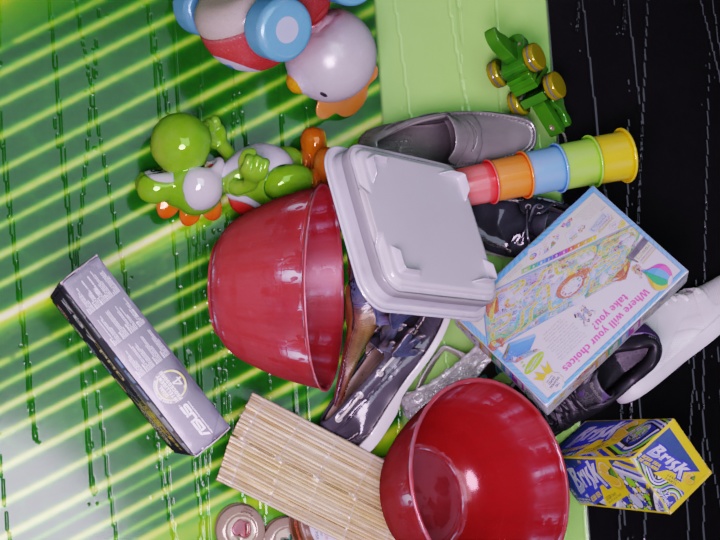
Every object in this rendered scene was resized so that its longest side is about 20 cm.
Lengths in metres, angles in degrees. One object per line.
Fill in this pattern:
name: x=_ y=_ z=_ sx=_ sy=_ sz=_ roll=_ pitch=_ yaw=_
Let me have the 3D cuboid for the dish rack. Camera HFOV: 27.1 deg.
dish rack: x=0.058 y=-0.041 z=1.427 sx=0.200 sy=0.043 sz=0.172 roll=7 pitch=62 yaw=-49

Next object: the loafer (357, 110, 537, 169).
loafer: x=0.096 y=-0.132 z=1.558 sx=0.199 sy=0.070 sz=0.070 roll=-10 pitch=88 yaw=-16

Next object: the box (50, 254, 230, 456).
box: x=-0.209 y=0.083 z=1.398 sx=0.049 sy=0.161 sz=0.200 roll=-39 pitch=96 yaw=-17

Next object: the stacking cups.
stacking cups: x=0.189 y=-0.104 z=1.567 sx=0.199 sy=0.060 sz=0.061 roll=-12 pitch=87 yaw=-13

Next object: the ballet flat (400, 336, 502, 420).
ballet flat: x=0.117 y=0.090 z=1.544 sx=0.200 sy=0.072 sz=0.072 roll=-43 pitch=96 yaw=-17

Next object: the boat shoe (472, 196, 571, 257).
boat shoe: x=0.193 y=-0.042 z=1.579 sx=0.198 sy=0.066 sz=0.075 roll=18 pitch=80 yaw=-13

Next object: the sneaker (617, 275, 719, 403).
sneaker: x=0.323 y=0.037 z=1.604 sx=0.200 sy=0.074 sz=0.116 roll=-38 pitch=98 yaw=-16

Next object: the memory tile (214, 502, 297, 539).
memory tile: x=-0.061 y=0.326 z=1.487 sx=0.199 sy=0.017 sz=0.154 roll=16 pitch=79 yaw=-14

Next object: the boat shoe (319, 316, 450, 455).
boat shoe: x=0.028 y=0.088 z=1.515 sx=0.060 sy=0.074 sz=0.201 roll=33 pitch=84 yaw=-15

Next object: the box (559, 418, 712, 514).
box: x=0.265 y=0.195 z=1.501 sx=0.064 sy=0.200 sz=0.070 roll=-38 pitch=95 yaw=-18

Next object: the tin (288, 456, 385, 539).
tin: x=0.027 y=0.243 z=1.502 sx=0.199 sy=0.042 sz=0.113 roll=-6 pitch=81 yaw=-20

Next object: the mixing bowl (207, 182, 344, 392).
mixing bowl: x=-0.084 y=0.016 z=1.443 sx=0.108 sy=0.200 sz=0.201 roll=0 pitch=83 yaw=9

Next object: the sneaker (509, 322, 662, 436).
sneaker: x=0.219 y=0.120 z=1.530 sx=0.200 sy=0.088 sz=0.076 roll=-38 pitch=95 yaw=7

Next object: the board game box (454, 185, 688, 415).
board game box: x=0.212 y=0.028 z=1.502 sx=0.200 sy=0.034 sz=0.134 roll=-42 pitch=69 yaw=-9

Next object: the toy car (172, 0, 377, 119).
toy car: x=-0.055 y=-0.225 z=1.501 sx=0.177 sy=0.184 sz=0.200 roll=-41 pitch=124 yaw=-16

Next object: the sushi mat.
sushi mat: x=-0.039 y=0.205 z=1.463 sx=0.199 sy=0.012 sz=0.096 roll=28 pitch=68 yaw=-10

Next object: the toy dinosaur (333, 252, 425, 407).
toy dinosaur: x=0.000 y=0.000 z=1.486 sx=0.200 sy=0.182 sz=0.105 roll=-36 pitch=137 yaw=-4

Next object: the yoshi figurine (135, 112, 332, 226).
yoshi figurine: x=-0.125 y=-0.114 z=1.481 sx=0.199 sy=0.112 sz=0.113 roll=-6 pitch=69 yaw=-14

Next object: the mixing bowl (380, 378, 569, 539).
mixing bowl: x=0.092 y=0.213 z=1.433 sx=0.199 sy=0.108 sz=0.201 roll=14 pitch=66 yaw=-35

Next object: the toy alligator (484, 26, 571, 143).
toy alligator: x=0.196 y=-0.190 z=1.607 sx=0.200 sy=0.059 sz=0.054 roll=51 pitch=38 yaw=-23
